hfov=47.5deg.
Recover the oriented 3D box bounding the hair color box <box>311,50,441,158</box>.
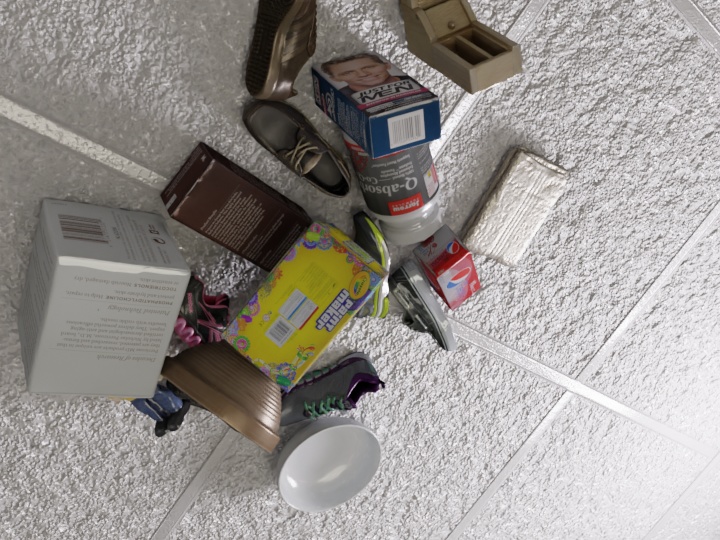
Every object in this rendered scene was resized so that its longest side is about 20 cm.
[{"bbox_3d":[0.017,-0.224,1.081,0.100,0.200,0.061,-19,127,-17],"label":"hair color box"}]

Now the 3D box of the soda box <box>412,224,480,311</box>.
[{"bbox_3d":[0.143,0.000,1.320,0.070,0.063,0.200,-40,158,0],"label":"soda box"}]

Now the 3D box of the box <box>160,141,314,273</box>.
[{"bbox_3d":[-0.169,-0.082,1.158,0.200,0.075,0.100,33,102,-39],"label":"box"}]

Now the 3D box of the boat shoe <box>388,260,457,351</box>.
[{"bbox_3d":[0.101,0.070,1.404,0.071,0.072,0.200,-30,119,4],"label":"boat shoe"}]

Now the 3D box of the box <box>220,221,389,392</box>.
[{"bbox_3d":[-0.071,0.044,1.166,0.122,0.193,0.200,40,96,2],"label":"box"}]

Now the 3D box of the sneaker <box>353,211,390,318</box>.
[{"bbox_3d":[0.000,0.000,1.299,0.081,0.074,0.200,-14,123,-15],"label":"sneaker"}]

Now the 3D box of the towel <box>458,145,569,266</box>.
[{"bbox_3d":[0.259,-0.107,1.389,0.132,0.034,0.200,19,110,-33],"label":"towel"}]

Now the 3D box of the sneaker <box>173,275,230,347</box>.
[{"bbox_3d":[-0.222,0.084,1.241,0.095,0.079,0.200,-45,131,-11],"label":"sneaker"}]

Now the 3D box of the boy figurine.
[{"bbox_3d":[-0.342,0.163,1.207,0.124,0.064,0.200,-22,126,34],"label":"boy figurine"}]

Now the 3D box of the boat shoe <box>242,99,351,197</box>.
[{"bbox_3d":[-0.078,-0.170,1.148,0.200,0.073,0.075,33,101,-38],"label":"boat shoe"}]

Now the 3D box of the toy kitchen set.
[{"bbox_3d":[0.156,-0.378,1.069,0.163,0.180,0.200,-26,132,-12],"label":"toy kitchen set"}]

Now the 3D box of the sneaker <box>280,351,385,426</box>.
[{"bbox_3d":[-0.057,0.215,1.391,0.200,0.088,0.074,-32,129,-7],"label":"sneaker"}]

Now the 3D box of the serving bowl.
[{"bbox_3d":[-0.064,0.339,1.479,0.200,0.066,0.200,-14,125,-20],"label":"serving bowl"}]

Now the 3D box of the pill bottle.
[{"bbox_3d":[0.053,-0.144,1.205,0.116,0.116,0.200,-28,128,-9],"label":"pill bottle"}]

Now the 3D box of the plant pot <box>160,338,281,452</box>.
[{"bbox_3d":[-0.180,0.161,1.152,0.093,0.201,0.201,-55,130,-13],"label":"plant pot"}]

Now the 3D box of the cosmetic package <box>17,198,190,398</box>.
[{"bbox_3d":[-0.345,0.038,1.080,0.166,0.167,0.200,7,117,-31],"label":"cosmetic package"}]

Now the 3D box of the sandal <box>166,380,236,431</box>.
[{"bbox_3d":[-0.221,0.204,1.332,0.200,0.048,0.075,34,102,-25],"label":"sandal"}]

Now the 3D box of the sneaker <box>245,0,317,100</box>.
[{"bbox_3d":[-0.090,-0.318,1.066,0.075,0.070,0.200,-4,126,-47],"label":"sneaker"}]
